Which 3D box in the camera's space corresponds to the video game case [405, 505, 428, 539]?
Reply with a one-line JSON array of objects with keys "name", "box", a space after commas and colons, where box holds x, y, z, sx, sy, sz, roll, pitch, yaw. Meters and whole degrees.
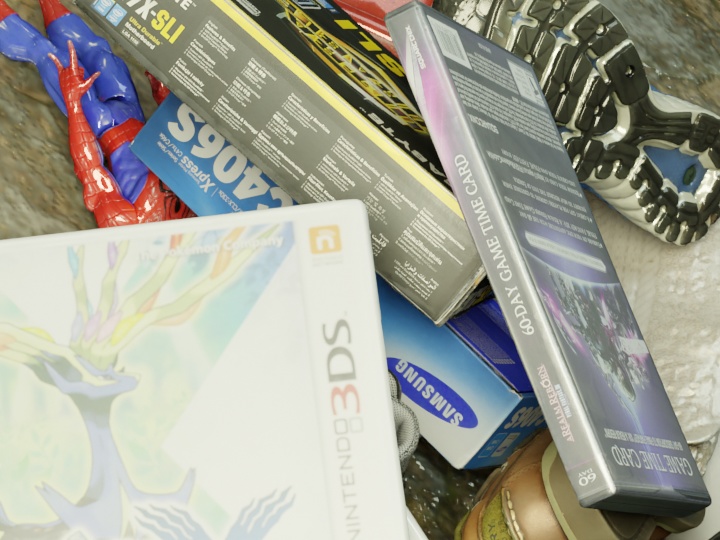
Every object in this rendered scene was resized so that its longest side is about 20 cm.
[{"name": "video game case", "box": [-0.071, 0.116, 1.045, 0.182, 0.024, 0.200, -29, 69, -11]}]

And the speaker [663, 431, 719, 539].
[{"name": "speaker", "box": [0.161, 0.059, 1.379, 0.081, 0.081, 0.200, 14, 43, -34]}]

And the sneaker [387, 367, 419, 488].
[{"name": "sneaker", "box": [0.007, 0.104, 1.150, 0.200, 0.114, 0.076, 23, 39, -25]}]

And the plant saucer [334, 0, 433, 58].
[{"name": "plant saucer", "box": [-0.013, -0.185, 1.408, 0.199, 0.037, 0.200, 24, 60, 1]}]

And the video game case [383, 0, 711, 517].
[{"name": "video game case", "box": [0.075, -0.001, 1.128, 0.143, 0.019, 0.200, 16, 51, -68]}]

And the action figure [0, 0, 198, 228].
[{"name": "action figure", "box": [-0.113, -0.073, 1.292, 0.065, 0.052, 0.200, -3, 56, -50]}]

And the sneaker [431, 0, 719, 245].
[{"name": "sneaker", "box": [0.086, -0.076, 1.296, 0.089, 0.079, 0.200, 29, -5, 43]}]

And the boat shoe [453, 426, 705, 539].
[{"name": "boat shoe", "box": [0.087, 0.089, 1.186, 0.072, 0.068, 0.200, 64, 18, 8]}]

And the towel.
[{"name": "towel", "box": [0.112, 0.009, 1.346, 0.132, 0.035, 0.200, 9, 51, 6]}]

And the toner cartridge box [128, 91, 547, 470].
[{"name": "toner cartridge box", "box": [0.000, 0.000, 1.223, 0.200, 0.043, 0.095, 44, 15, 17]}]

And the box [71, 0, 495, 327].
[{"name": "box", "box": [-0.010, -0.065, 1.211, 0.200, 0.049, 0.160, 42, 12, 8]}]

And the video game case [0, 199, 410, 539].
[{"name": "video game case", "box": [-0.086, 0.069, 1.043, 0.199, 0.022, 0.183, -7, 65, -1]}]
